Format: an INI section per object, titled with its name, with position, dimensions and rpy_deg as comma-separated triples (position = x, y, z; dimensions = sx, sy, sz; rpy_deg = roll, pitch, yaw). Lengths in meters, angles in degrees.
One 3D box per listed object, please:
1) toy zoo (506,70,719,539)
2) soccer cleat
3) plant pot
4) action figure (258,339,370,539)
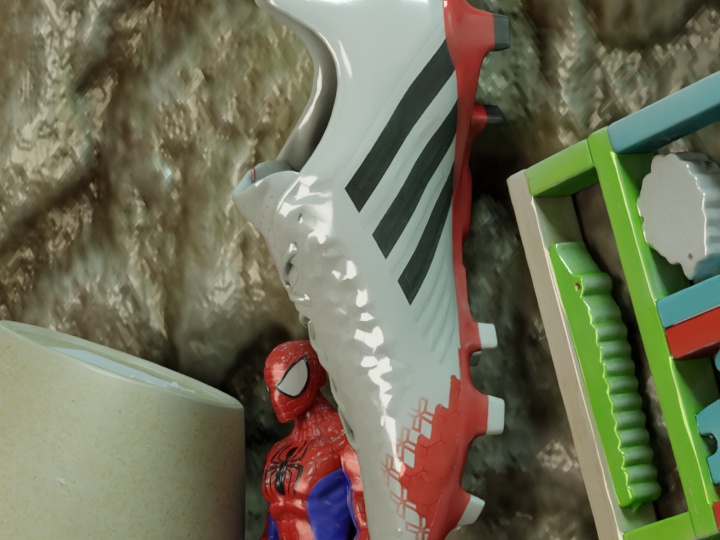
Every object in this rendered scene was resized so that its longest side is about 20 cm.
[toy zoo]
position = 0.131, 0.000, 0.837
dimensions = 0.200, 0.020, 0.132
rpy_deg = -25, 74, 45
[soccer cleat]
position = 0.000, 0.000, 0.918
dimensions = 0.069, 0.085, 0.201
rpy_deg = -169, 81, -77
[plant pot]
position = -0.117, 0.126, 1.011
dimensions = 0.187, 0.187, 0.201
rpy_deg = 20, 92, 44
[action figure]
position = -0.012, 0.123, 0.978
dimensions = 0.065, 0.052, 0.201
rpy_deg = -12, 81, 50
